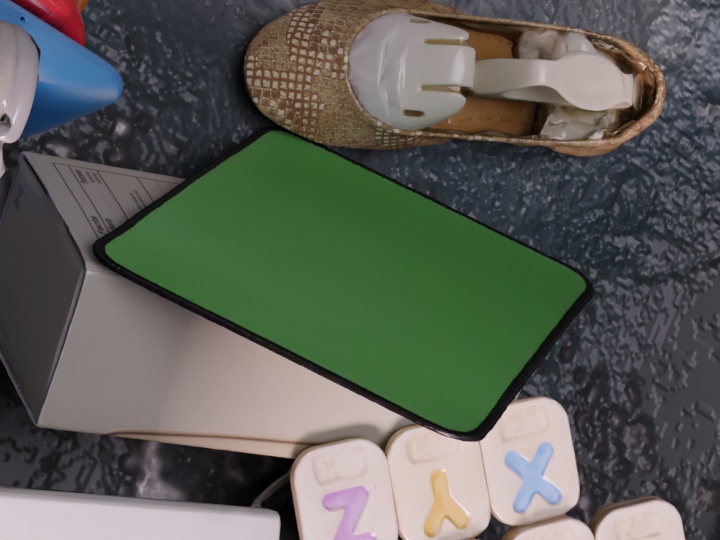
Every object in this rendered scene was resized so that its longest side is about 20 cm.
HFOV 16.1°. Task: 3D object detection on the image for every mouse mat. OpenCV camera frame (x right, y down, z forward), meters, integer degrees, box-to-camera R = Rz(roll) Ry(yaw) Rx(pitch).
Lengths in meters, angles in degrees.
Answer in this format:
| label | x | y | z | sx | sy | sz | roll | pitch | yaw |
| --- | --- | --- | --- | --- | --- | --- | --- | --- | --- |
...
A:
| label | x | y | z | sx | sy | sz | roll | pitch | yaw |
| --- | --- | --- | --- | --- | --- | --- | --- | --- | --- |
| mouse mat | 0.000 | 0.000 | 0.990 | 0.160 | 0.200 | 0.008 | 26 | 114 | 10 |

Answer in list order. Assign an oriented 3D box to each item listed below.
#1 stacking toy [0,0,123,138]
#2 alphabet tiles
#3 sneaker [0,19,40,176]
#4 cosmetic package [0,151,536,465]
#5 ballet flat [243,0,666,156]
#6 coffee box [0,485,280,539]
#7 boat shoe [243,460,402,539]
| label | x | y | z | sx | sy | sz | roll | pitch | yaw |
| --- | --- | --- | --- | --- | --- | --- | --- | --- | --- |
| stacking toy | -0.141 | -0.159 | 0.991 | 0.116 | 0.109 | 0.201 | 30 | 62 | -35 |
| alphabet tiles | 0.044 | 0.156 | 1.005 | 0.199 | 0.015 | 0.197 | -11 | 95 | -19 |
| sneaker | -0.196 | -0.024 | 0.880 | 0.200 | 0.075 | 0.081 | -42 | 112 | -5 |
| cosmetic package | -0.041 | 0.019 | 1.014 | 0.199 | 0.104 | 0.074 | 9 | 114 | -26 |
| ballet flat | 0.048 | -0.086 | 1.099 | 0.199 | 0.065 | 0.071 | -1 | 87 | -28 |
| coffee box | -0.164 | 0.174 | 0.892 | 0.197 | 0.200 | 0.201 | 8 | 83 | -27 |
| boat shoe | -0.018 | 0.117 | 1.053 | 0.200 | 0.060 | 0.076 | -35 | 103 | -26 |
